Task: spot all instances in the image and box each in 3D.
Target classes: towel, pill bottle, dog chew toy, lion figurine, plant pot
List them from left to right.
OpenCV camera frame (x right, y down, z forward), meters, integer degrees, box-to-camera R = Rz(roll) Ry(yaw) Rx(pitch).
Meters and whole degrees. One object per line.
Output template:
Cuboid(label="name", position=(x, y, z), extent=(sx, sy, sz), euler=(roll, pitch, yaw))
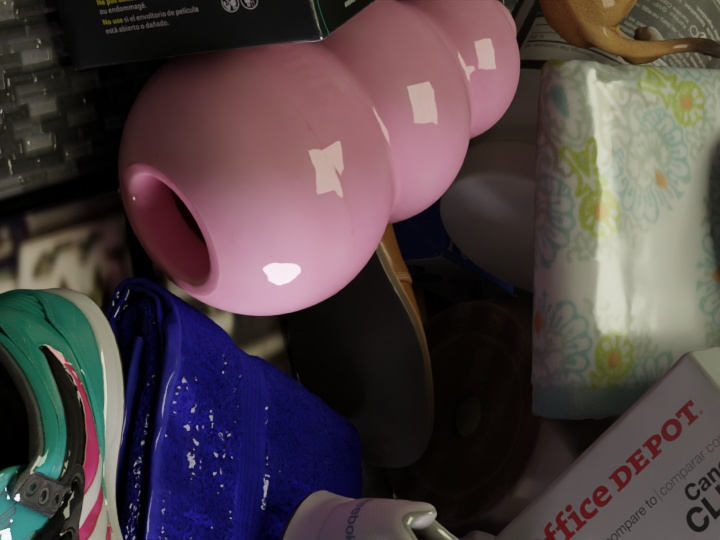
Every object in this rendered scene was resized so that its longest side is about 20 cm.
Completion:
Cuboid(label="towel", position=(-0.055, 0.104, 1.170), extent=(0.200, 0.049, 0.148), euler=(40, 53, -55))
Cuboid(label="dog chew toy", position=(-0.009, -0.066, 1.149), extent=(0.200, 0.124, 0.125), euler=(-34, 120, -28))
Cuboid(label="lion figurine", position=(0.086, -0.164, 1.237), extent=(0.200, 0.073, 0.122), euler=(46, 30, 10))
Cuboid(label="plant pot", position=(0.108, 0.091, 1.369), extent=(0.173, 0.199, 0.201), euler=(17, 71, -43))
Cuboid(label="pill bottle", position=(0.121, -0.092, 1.357), extent=(0.200, 0.116, 0.117), euler=(-63, 140, -31))
Cuboid(label="towel", position=(0.162, -0.014, 1.283), extent=(0.199, 0.048, 0.172), euler=(0, 89, -39))

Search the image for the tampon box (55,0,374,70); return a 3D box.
Cuboid(label="tampon box", position=(-0.064, -0.207, 1.107), extent=(0.150, 0.126, 0.201), euler=(-42, 123, -57))

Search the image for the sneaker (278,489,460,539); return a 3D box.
Cuboid(label="sneaker", position=(0.048, 0.174, 1.166), extent=(0.200, 0.087, 0.075), euler=(45, 56, -26))

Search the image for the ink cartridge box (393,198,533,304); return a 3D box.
Cuboid(label="ink cartridge box", position=(0.071, -0.027, 1.434), extent=(0.200, 0.044, 0.095), euler=(27, 62, -59))

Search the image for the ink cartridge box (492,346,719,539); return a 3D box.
Cuboid(label="ink cartridge box", position=(0.189, 0.150, 1.178), extent=(0.200, 0.145, 0.144), euler=(53, 26, 20))

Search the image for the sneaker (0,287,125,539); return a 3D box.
Cuboid(label="sneaker", position=(-0.131, 0.104, 0.983), extent=(0.121, 0.083, 0.201), euler=(6, 74, -67))

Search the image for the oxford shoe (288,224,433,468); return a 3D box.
Cuboid(label="oxford shoe", position=(0.000, 0.000, 1.270), extent=(0.071, 0.071, 0.201), euler=(-50, 128, -58))

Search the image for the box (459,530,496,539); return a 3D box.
Cuboid(label="box", position=(0.069, 0.250, 1.273), extent=(0.127, 0.109, 0.201), euler=(22, 60, -15))
